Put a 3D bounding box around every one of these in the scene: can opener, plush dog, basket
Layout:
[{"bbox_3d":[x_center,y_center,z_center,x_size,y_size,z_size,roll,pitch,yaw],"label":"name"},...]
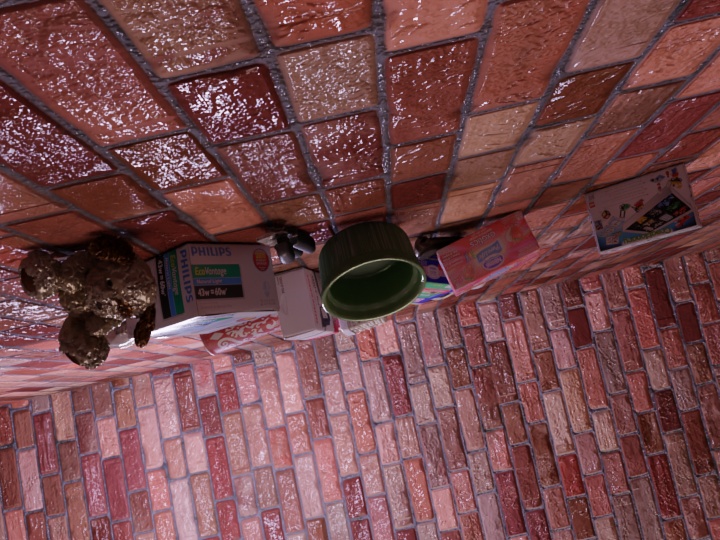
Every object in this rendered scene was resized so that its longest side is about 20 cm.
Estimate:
[{"bbox_3d":[-0.123,-0.040,1.348,0.052,0.067,0.200,-15,176,11],"label":"can opener"},{"bbox_3d":[-0.375,0.029,1.174,0.170,0.202,0.161,-6,-151,28],"label":"plush dog"},{"bbox_3d":[-0.002,0.092,2.138,0.122,0.137,0.200,-16,171,1],"label":"basket"}]

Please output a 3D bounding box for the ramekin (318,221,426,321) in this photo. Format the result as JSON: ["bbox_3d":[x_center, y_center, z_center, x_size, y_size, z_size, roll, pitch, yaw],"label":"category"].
[{"bbox_3d":[0.015,0.000,1.464,0.197,0.099,0.201,-11,146,-7],"label":"ramekin"}]

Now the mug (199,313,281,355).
[{"bbox_3d":[-0.279,0.093,1.896,0.198,0.179,0.134,-18,135,8],"label":"mug"}]

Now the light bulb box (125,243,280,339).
[{"bbox_3d":[-0.284,0.038,1.400,0.198,0.127,0.197,-17,170,38],"label":"light bulb box"}]

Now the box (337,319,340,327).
[{"bbox_3d":[-0.129,0.126,2.220,0.094,0.104,0.199,-17,169,31],"label":"box"}]

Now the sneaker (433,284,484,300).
[{"bbox_3d":[0.278,0.027,2.361,0.198,0.077,0.088,-18,157,8],"label":"sneaker"}]

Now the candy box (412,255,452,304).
[{"bbox_3d":[0.137,0.024,1.988,0.167,0.078,0.199,7,163,-33],"label":"candy box"}]

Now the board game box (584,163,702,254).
[{"bbox_3d":[0.556,-0.119,1.561,0.198,0.128,0.034,-17,170,30],"label":"board game box"}]

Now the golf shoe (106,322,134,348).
[{"bbox_3d":[-0.538,0.130,1.874,0.197,0.076,0.092,-15,156,2],"label":"golf shoe"}]

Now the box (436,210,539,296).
[{"bbox_3d":[0.269,-0.035,1.674,0.198,0.096,0.103,-26,168,3],"label":"box"}]

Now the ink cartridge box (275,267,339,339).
[{"bbox_3d":[-0.126,0.081,1.827,0.083,0.147,0.200,-15,171,12],"label":"ink cartridge box"}]

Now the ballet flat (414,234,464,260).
[{"bbox_3d":[0.175,-0.058,1.727,0.067,0.047,0.199,-42,161,33],"label":"ballet flat"}]
